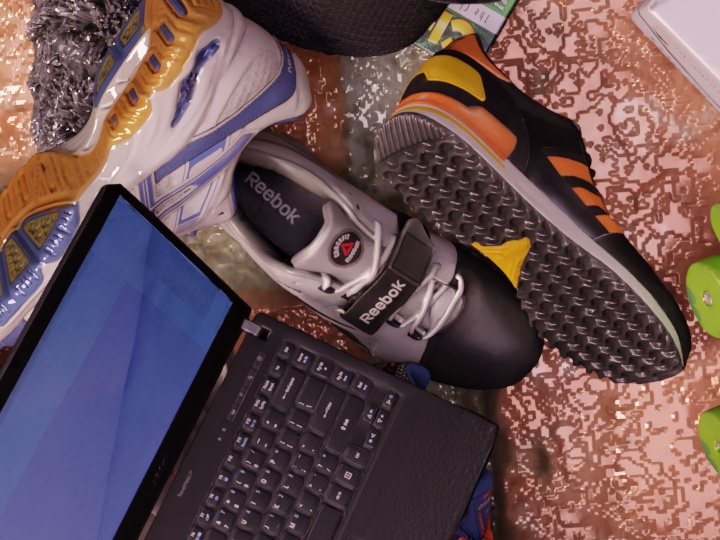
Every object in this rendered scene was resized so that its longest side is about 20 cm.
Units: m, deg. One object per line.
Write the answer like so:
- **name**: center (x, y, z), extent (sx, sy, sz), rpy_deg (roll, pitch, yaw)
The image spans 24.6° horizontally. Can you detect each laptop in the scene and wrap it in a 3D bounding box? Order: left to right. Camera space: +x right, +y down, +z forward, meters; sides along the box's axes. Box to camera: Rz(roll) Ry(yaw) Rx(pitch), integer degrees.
- **laptop**: center (-0.055, 0.092, 0.699), extent (0.200, 0.103, 0.177), rpy_deg (25, 72, 2)

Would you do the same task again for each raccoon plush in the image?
- **raccoon plush**: center (-0.158, -0.100, 0.812), extent (0.200, 0.097, 0.134), rpy_deg (-45, 83, 8)

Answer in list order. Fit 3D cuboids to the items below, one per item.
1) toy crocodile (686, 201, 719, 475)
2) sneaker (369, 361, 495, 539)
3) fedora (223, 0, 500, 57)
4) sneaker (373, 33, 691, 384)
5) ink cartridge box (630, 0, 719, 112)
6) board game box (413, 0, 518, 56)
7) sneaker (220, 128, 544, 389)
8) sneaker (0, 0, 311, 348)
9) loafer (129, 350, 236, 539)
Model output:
- **toy crocodile**: center (0.200, 0.045, 0.783), extent (0.067, 0.062, 0.200), rpy_deg (-17, 115, -14)
- **sneaker**: center (0.037, 0.133, 0.813), extent (0.078, 0.075, 0.200), rpy_deg (-28, 96, 22)
- **fedora**: center (-0.020, -0.162, 0.752), extent (0.200, 0.201, 0.092), rpy_deg (30, 129, 2)
- **sneaker**: center (0.099, -0.032, 0.802), extent (0.200, 0.070, 0.090), rpy_deg (42, 54, -18)
- **ink cartridge box**: center (0.198, -0.091, 0.721), extent (0.086, 0.200, 0.146), rpy_deg (-45, 90, 9)
- **board game box**: center (-0.004, -0.189, 0.819), extent (0.200, 0.023, 0.105), rpy_deg (31, 97, 2)
- **sneaker**: center (0.000, 0.000, 0.806), extent (0.200, 0.089, 0.074), rpy_deg (31, 96, 0)
- **sneaker**: center (-0.099, -0.029, 0.741), extent (0.088, 0.075, 0.200), rpy_deg (24, 120, -36)
- **loafer**: center (-0.103, 0.121, 0.764), extent (0.072, 0.063, 0.200), rpy_deg (22, 87, -7)
